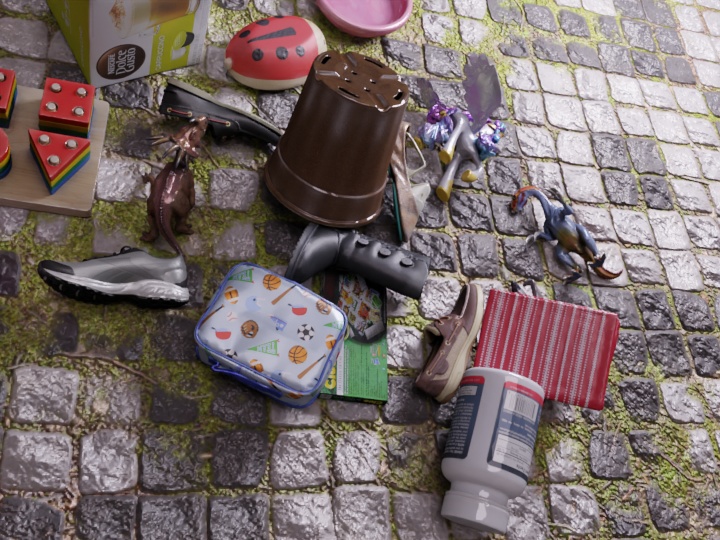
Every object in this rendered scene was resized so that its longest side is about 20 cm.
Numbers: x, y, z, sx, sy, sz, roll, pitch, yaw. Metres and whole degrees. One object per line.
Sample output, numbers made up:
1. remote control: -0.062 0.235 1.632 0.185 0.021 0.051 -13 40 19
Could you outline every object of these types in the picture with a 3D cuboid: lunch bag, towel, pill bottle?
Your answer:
1. lunch bag: -0.127 0.091 1.086 0.198 0.076 0.161 25 63 4
2. towel: 0.274 0.115 1.167 0.197 0.022 0.147 12 80 12
3. pill bottle: 0.176 0.247 1.083 0.118 0.120 0.202 21 70 -8

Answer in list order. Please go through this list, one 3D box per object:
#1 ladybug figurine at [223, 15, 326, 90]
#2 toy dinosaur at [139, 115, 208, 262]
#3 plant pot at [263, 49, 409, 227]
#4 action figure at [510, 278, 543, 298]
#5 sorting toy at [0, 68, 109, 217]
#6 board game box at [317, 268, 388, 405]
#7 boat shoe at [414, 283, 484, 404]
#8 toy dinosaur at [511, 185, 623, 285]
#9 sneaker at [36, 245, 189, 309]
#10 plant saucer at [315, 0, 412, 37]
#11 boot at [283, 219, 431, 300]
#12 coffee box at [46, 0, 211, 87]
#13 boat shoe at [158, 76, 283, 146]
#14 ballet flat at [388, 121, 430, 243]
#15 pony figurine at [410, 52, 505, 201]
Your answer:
1. ladybug figurine: -0.142 -0.379 1.348 0.199 0.072 0.136 -27 74 -29
2. toy dinosaur: -0.269 -0.119 1.121 0.085 0.136 0.202 7 61 -16
3. plant pot: -0.026 -0.206 1.188 0.198 0.200 0.202 15 39 -12
4. action figure: 0.267 0.121 1.206 0.199 0.105 0.194 -29 66 -31
5. sorting toy: -0.473 -0.192 1.128 0.197 0.070 0.201 8 60 -16
6. board game box: -0.011 0.095 1.164 0.103 0.024 0.202 11 59 -16
7. boat shoe: 0.130 0.098 1.187 0.071 0.072 0.202 25 63 -6
8. toy dinosaur: 0.340 -0.065 1.370 0.199 0.105 0.183 28 31 -49
9. sneaker: -0.330 0.004 1.065 0.198 0.074 0.080 7 73 -23
10. plant saucer: -0.001 -0.513 1.485 0.198 0.051 0.203 8 60 -14
11. boot: 0.000 -0.001 1.169 0.198 0.066 0.166 26 40 0
12. coffee box: -0.366 -0.440 1.225 0.196 0.200 0.201 -22 72 -27
13. boat shoe: -0.219 -0.238 1.252 0.199 0.074 0.064 20 93 -20
14. ballet flat: 0.076 -0.148 1.275 0.066 0.068 0.203 -11 85 3
15. pony figurine: 0.170 -0.248 1.360 0.200 0.165 0.194 -47 116 -36
